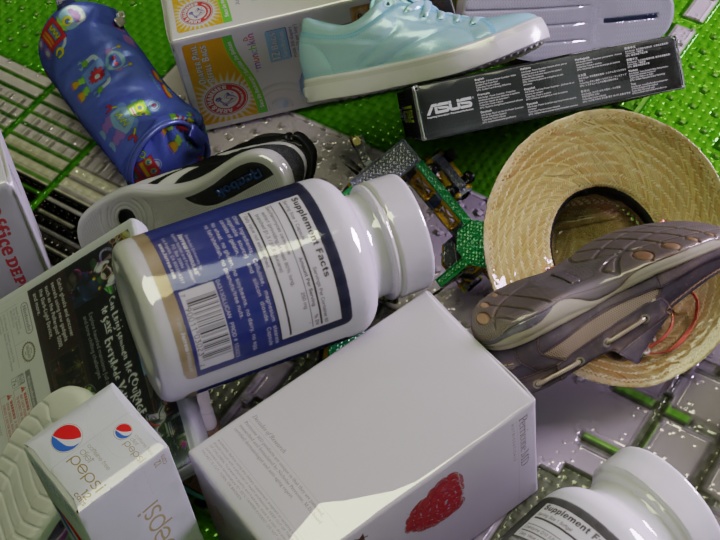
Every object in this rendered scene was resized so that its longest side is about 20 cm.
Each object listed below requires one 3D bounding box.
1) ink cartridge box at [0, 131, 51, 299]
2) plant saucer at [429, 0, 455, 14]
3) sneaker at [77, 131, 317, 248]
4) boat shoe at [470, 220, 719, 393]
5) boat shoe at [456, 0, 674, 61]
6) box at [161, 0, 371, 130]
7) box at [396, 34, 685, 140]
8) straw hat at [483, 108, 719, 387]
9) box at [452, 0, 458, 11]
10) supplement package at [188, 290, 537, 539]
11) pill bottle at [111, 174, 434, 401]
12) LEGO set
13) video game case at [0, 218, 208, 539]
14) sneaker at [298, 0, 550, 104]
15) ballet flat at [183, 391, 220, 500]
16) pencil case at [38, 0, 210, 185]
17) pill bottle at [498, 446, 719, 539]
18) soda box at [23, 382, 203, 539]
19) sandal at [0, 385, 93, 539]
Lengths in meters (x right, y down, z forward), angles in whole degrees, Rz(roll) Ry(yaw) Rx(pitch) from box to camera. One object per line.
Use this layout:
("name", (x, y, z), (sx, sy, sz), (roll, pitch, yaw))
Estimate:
("ink cartridge box", (-0.347, -0.017, 1.173), (0.198, 0.147, 0.084), (-18, 51, -7))
("plant saucer", (0.046, -0.264, 1.279), (0.032, 0.201, 0.201), (-17, 52, 4))
("sneaker", (-0.121, -0.055, 1.230), (0.198, 0.074, 0.112), (-15, 11, 25))
("boat shoe", (0.169, 0.025, 1.057), (0.198, 0.074, 0.074), (-22, 22, -12))
("boat shoe", (0.166, -0.218, 1.300), (0.198, 0.073, 0.071), (-1, 21, -21))
("box", (-0.062, -0.210, 1.304), (0.198, 0.113, 0.102), (-13, 52, -2))
("box", (0.132, -0.139, 1.192), (0.198, 0.193, 0.048), (-11, 93, 0))
("straw hat", (0.177, -0.011, 1.132), (0.199, 0.085, 0.203), (1, 83, -5))
("box", (0.126, -0.299, 1.293), (0.116, 0.201, 0.049), (-14, 51, -3))
("supplement package", (0.007, 0.134, 1.023), (0.199, 0.122, 0.120), (-34, 55, -17))
("pill bottle", (-0.056, 0.004, 1.022), (0.198, 0.112, 0.111), (-19, 52, -15))
("LEGO set", (0.000, 0.000, 1.160), (0.154, 0.116, 0.200), (43, 68, 0))
("video game case", (-0.205, 0.088, 1.091), (0.181, 0.023, 0.201), (-30, 59, 16))
("sneaker", (0.043, -0.185, 1.183), (0.198, 0.083, 0.074), (-11, 7, 10))
("ballet flat", (-0.153, 0.084, 1.109), (0.200, 0.073, 0.068), (36, 20, 34))
("pencil case", (-0.200, -0.149, 1.296), (0.087, 0.078, 0.200), (-43, 56, 6))
("pill bottle", (0.127, 0.209, 0.953), (0.199, 0.116, 0.116), (-38, 57, -21))
("soda box", (-0.145, 0.162, 0.971), (0.068, 0.201, 0.064), (-36, 57, -19))
("sandal", (-0.217, 0.167, 1.026), (0.082, 0.050, 0.204), (40, 107, 45))
